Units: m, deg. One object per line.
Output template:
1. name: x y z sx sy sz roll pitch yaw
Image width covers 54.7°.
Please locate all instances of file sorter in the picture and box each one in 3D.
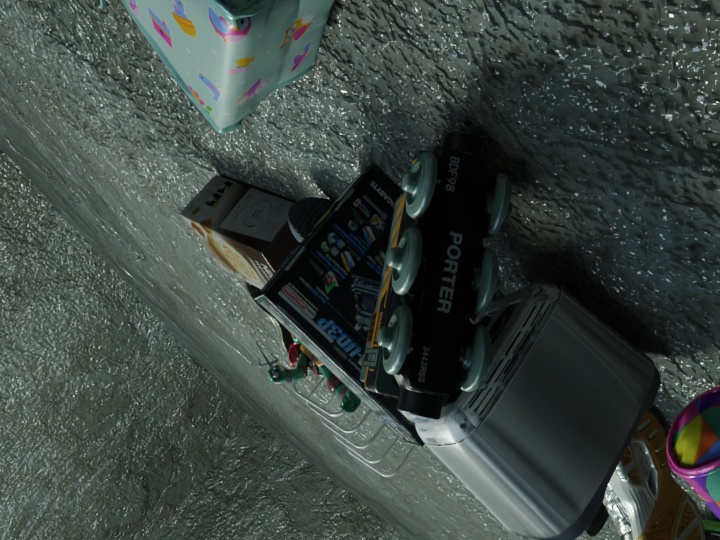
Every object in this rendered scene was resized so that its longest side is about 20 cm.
1. file sorter: 0.004 0.220 1.135 0.137 0.125 0.202 20 152 46

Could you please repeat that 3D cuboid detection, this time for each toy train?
1. toy train: 0.050 0.005 0.508 0.083 0.206 0.114 12 171 -13

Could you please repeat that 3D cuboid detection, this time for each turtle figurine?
1. turtle figurine: -0.060 0.118 1.045 0.198 0.152 0.100 31 -175 33

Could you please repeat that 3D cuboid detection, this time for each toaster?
1. toaster: 0.130 0.109 0.540 0.129 0.201 0.113 41 159 -5

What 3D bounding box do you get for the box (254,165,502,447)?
1. box: 0.027 0.032 0.640 0.200 0.160 0.046 43 162 -8

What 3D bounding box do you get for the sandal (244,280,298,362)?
1. sandal: -0.121 0.064 1.139 0.203 0.079 0.057 60 170 -29

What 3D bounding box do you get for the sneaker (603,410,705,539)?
1. sneaker: 0.262 0.211 0.666 0.087 0.074 0.205 -170 61 -73

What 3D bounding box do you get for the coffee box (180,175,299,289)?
1. coffee box: -0.135 -0.040 0.915 0.198 0.080 0.115 22 154 44

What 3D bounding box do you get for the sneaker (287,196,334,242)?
1. sneaker: 0.000 0.000 0.743 0.198 0.070 0.083 36 149 19

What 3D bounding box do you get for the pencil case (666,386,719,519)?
1. pencil case: 0.317 0.177 0.512 0.199 0.089 0.088 42 161 -8

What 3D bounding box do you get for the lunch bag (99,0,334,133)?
1. lunch bag: -0.110 -0.217 0.440 0.201 0.121 0.170 51 163 -2

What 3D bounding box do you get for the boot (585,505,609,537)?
1. boot: 0.213 0.248 0.900 0.199 0.072 0.184 32 158 45

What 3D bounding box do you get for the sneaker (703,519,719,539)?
1. sneaker: 0.387 0.311 0.652 0.199 0.084 0.077 39 160 8
